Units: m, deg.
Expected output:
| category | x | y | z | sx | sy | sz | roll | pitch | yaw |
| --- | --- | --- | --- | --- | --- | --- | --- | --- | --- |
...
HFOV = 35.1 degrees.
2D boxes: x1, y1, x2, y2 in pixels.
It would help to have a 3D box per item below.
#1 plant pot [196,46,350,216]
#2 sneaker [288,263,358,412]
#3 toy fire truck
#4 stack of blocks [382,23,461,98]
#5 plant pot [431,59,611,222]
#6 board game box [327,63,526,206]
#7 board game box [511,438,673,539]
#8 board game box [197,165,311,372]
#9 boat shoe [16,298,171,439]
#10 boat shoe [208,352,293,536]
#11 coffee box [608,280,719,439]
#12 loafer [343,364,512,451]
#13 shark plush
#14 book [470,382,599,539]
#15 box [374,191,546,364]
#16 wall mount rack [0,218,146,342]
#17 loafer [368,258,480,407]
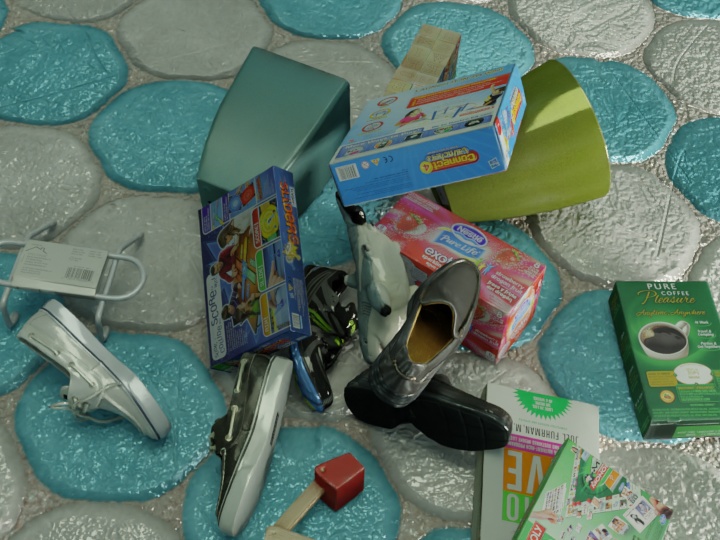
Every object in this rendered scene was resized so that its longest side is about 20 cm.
| category | x | y | z | sx | sy | sz | roll | pitch | yaw |
| --- | --- | --- | --- | --- | --- | --- | --- | --- | --- |
| plant pot | -0.117 | -0.148 | 1.443 | 0.140 | 0.142 | 0.201 | 21 | 59 | 14 |
| sneaker | -0.042 | 0.069 | 1.308 | 0.082 | 0.071 | 0.201 | -2 | 47 | 2 |
| toy fire truck | -0.051 | 0.289 | 1.139 | 0.199 | 0.049 | 0.141 | -30 | 58 | -25 |
| stack of blocks | 0.077 | -0.228 | 1.534 | 0.058 | 0.116 | 0.201 | 17 | 46 | 10 |
| plant pot | 0.187 | -0.143 | 1.450 | 0.198 | 0.188 | 0.188 | -23 | 54 | -4 |
| board game box | 0.083 | -0.160 | 1.323 | 0.198 | 0.056 | 0.196 | -11 | 25 | 22 |
| board game box | 0.223 | 0.279 | 1.135 | 0.134 | 0.029 | 0.200 | 34 | 49 | 7 |
| board game box | -0.124 | -0.001 | 1.295 | 0.034 | 0.135 | 0.202 | 18 | 57 | -46 |
| boat shoe | -0.298 | 0.126 | 1.230 | 0.202 | 0.075 | 0.086 | 43 | 68 | 8 |
| boat shoe | -0.126 | 0.181 | 1.203 | 0.063 | 0.071 | 0.202 | 10 | 59 | 9 |
| coffee box | 0.369 | 0.101 | 1.330 | 0.121 | 0.044 | 0.202 | -1 | 51 | -6 |
| loafer | 0.080 | 0.138 | 1.236 | 0.198 | 0.073 | 0.072 | 15 | 43 | 28 |
| shark plush | 0.000 | 0.000 | 1.288 | 0.090 | 0.083 | 0.202 | -14 | 73 | -50 |
| book | 0.190 | 0.224 | 1.218 | 0.132 | 0.048 | 0.202 | 11 | 49 | -3 |
| box | 0.110 | 0.006 | 1.353 | 0.199 | 0.100 | 0.096 | 30 | 55 | 21 |
| wall mount rack | -0.342 | -0.006 | 1.352 | 0.197 | 0.075 | 0.175 | 8 | 54 | 3 |
| loafer | 0.083 | 0.055 | 1.195 | 0.072 | 0.072 | 0.201 | 35 | 52 | -3 |
